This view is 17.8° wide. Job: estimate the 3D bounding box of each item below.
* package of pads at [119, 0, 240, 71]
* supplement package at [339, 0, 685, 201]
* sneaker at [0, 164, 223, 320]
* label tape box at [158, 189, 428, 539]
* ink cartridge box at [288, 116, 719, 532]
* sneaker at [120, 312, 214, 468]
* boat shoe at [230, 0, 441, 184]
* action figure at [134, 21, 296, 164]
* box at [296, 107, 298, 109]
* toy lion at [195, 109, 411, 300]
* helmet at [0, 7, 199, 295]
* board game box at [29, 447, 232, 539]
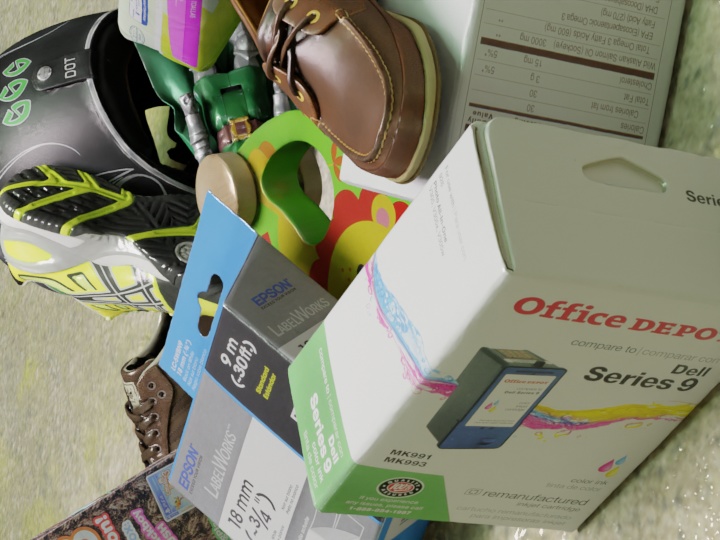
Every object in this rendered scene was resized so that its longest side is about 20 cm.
[{"bbox_3d":[-0.075,-0.236,1.367,0.155,0.068,0.201,103,-168,-65],"label":"package of pads"},{"bbox_3d":[0.078,-0.125,1.109,0.117,0.116,0.202,20,100,64],"label":"supplement package"},{"bbox_3d":[-0.136,-0.005,1.470,0.076,0.198,0.077,-60,-14,-47],"label":"sneaker"},{"bbox_3d":[-0.047,0.076,1.238,0.200,0.063,0.145,39,134,21],"label":"label tape box"},{"bbox_3d":[0.075,0.031,1.038,0.200,0.144,0.088,-54,37,44],"label":"ink cartridge box"},{"bbox_3d":[-0.129,0.092,1.528,0.070,0.075,0.202,-1,81,64],"label":"sneaker"},{"bbox_3d":[-0.017,-0.102,1.088,0.200,0.067,0.073,-120,44,-55],"label":"boat shoe"},{"bbox_3d":[-0.080,-0.104,1.470,0.055,0.117,0.201,76,178,-66],"label":"action figure"},{"bbox_3d":[0.010,-0.179,1.350,0.159,0.046,0.201,57,133,54],"label":"box"},{"bbox_3d":[0.000,0.000,1.262,0.191,0.068,0.202,-32,73,53],"label":"toy lion"},{"bbox_3d":[-0.183,-0.075,1.582,0.190,0.199,0.202,-32,53,37],"label":"helmet"},{"bbox_3d":[-0.145,0.185,1.370,0.097,0.199,0.159,58,148,1],"label":"board game box"}]
